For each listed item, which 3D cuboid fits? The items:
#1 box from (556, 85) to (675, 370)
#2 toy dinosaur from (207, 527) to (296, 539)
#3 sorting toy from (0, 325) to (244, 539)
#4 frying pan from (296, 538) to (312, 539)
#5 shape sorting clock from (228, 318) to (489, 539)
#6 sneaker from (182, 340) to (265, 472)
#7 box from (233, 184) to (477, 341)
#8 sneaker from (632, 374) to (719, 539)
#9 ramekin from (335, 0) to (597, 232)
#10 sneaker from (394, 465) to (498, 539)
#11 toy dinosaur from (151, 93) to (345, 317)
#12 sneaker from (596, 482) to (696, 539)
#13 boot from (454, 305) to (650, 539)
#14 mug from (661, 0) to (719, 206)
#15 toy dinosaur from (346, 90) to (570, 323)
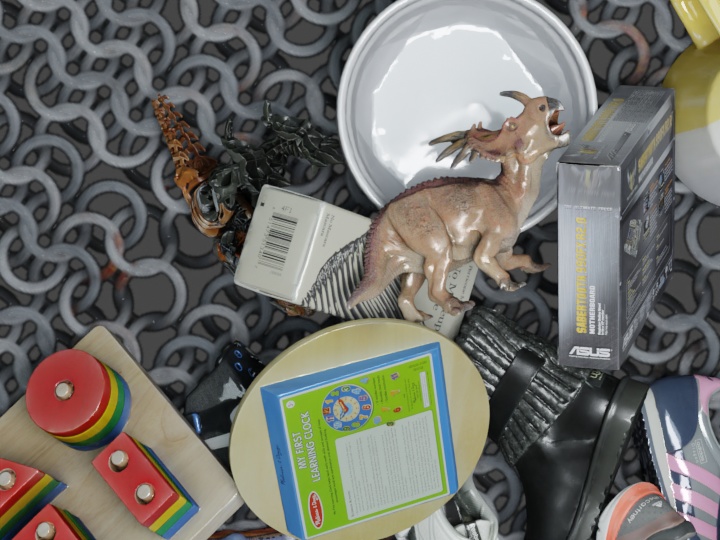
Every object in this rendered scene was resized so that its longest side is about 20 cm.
[{"bbox_3d":[0.193,-0.036,1.566,0.048,0.200,0.159,4,113,19],"label":"box"},{"bbox_3d":[-0.118,0.224,1.649,0.181,0.105,0.200,-37,80,-20],"label":"toy dinosaur"},{"bbox_3d":[-0.226,0.166,1.601,0.200,0.070,0.199,-44,60,1],"label":"sorting toy"},{"bbox_3d":[-0.015,0.265,1.638,0.190,0.031,0.115,29,77,-32],"label":"frying pan"},{"bbox_3d":[-0.001,0.121,1.555,0.200,0.039,0.200,-10,122,-16],"label":"shape sorting clock"},{"bbox_3d":[-0.051,0.093,1.649,0.200,0.073,0.112,-27,84,-6],"label":"sneaker"},{"bbox_3d":[0.000,0.000,1.586,0.068,0.200,0.082,17,90,41],"label":"box"},{"bbox_3d":[0.274,0.179,1.662,0.082,0.070,0.200,-15,97,-6],"label":"sneaker"},{"bbox_3d":[0.079,-0.122,1.626,0.200,0.105,0.200,0,93,-2],"label":"ramekin"},{"bbox_3d":[0.076,0.233,1.643,0.081,0.075,0.200,-13,96,44],"label":"sneaker"},{"bbox_3d":[-0.094,-0.055,1.629,0.200,0.102,0.136,34,134,-8],"label":"toy dinosaur"},{"bbox_3d":[0.221,0.267,1.626,0.077,0.082,0.200,-19,124,-33],"label":"sneaker"},{"bbox_3d":[0.123,0.143,1.647,0.158,0.079,0.211,22,110,10],"label":"boot"},{"bbox_3d":[0.298,-0.128,1.607,0.186,0.153,0.150,28,92,-2],"label":"mug"},{"bbox_3d":[0.065,-0.041,1.527,0.200,0.086,0.136,-23,93,-8],"label":"toy dinosaur"}]
